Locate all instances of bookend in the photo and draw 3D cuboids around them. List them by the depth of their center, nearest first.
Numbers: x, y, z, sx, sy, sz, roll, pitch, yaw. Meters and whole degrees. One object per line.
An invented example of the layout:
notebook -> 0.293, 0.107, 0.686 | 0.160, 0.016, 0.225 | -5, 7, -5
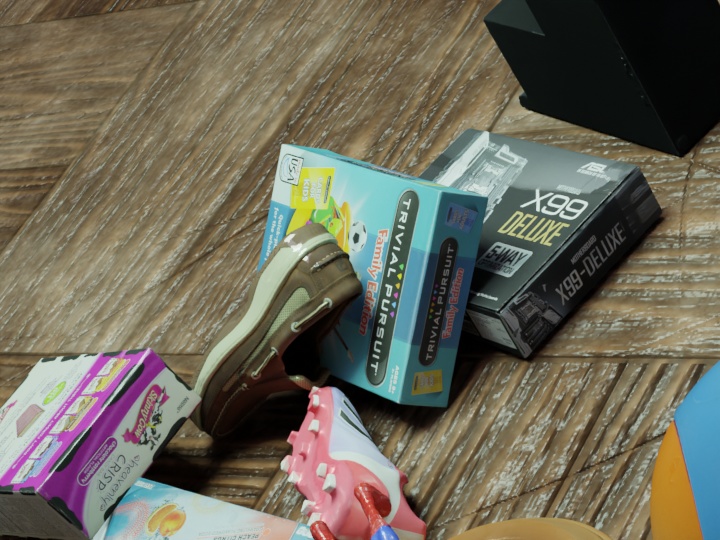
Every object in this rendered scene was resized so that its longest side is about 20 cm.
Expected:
bookend -> 0.169, -0.206, 1.697 | 0.092, 0.199, 0.200 | -44, 33, -15

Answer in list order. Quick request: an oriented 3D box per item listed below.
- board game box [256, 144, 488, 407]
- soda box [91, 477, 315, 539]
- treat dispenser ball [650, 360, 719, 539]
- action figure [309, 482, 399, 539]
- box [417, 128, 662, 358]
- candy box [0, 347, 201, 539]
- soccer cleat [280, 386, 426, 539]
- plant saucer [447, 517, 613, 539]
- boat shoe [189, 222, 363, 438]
board game box -> 0.000, 0.000, 1.623 | 0.200, 0.047, 0.152 | 19, 100, 53
soda box -> -0.088, 0.197, 1.487 | 0.199, 0.068, 0.064 | 8, 53, 46
treat dispenser ball -> 0.251, 0.124, 1.167 | 0.200, 0.201, 0.201 | -22, 33, 15
action figure -> 0.028, 0.209, 1.325 | 0.065, 0.052, 0.200 | -36, 36, 4
box -> 0.100, -0.025, 1.650 | 0.158, 0.050, 0.200 | -45, 33, -19
candy box -> -0.218, 0.129, 1.655 | 0.137, 0.061, 0.200 | -52, 22, -23
soccer cleat -> -0.005, 0.138, 1.519 | 0.200, 0.076, 0.067 | -113, 47, -72
plant saucer -> 0.075, 0.220, 1.347 | 0.199, 0.038, 0.201 | -22, 33, 15
boat shoe -> -0.060, 0.061, 1.600 | 0.075, 0.203, 0.075 | 46, 42, 18
